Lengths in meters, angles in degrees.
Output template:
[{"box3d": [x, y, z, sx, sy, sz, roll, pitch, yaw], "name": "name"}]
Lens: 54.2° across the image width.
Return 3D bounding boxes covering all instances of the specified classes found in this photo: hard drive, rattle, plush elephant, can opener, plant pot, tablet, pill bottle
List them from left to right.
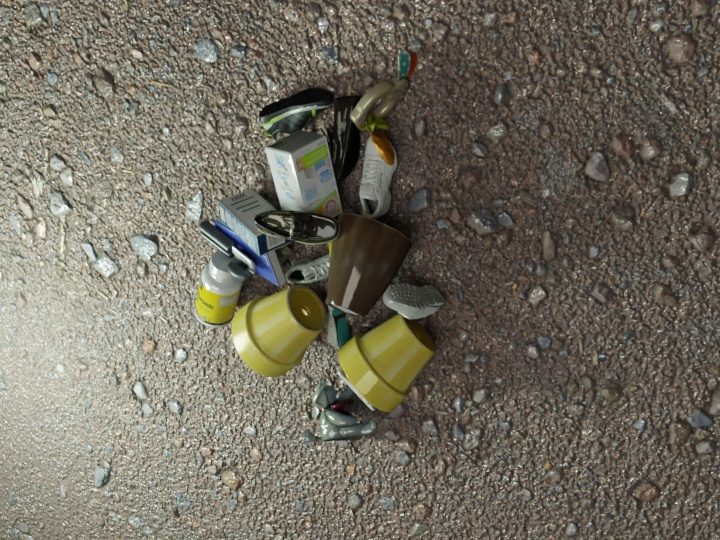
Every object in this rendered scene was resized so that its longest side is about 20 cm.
[{"box3d": [-0.370, 0.046, 1.850, 0.110, 0.112, 0.201, 29, 130, 7], "name": "pill bottle"}, {"box3d": [-0.342, -0.047, 1.765, 0.199, 0.067, 0.054, 35, 151, 21], "name": "can opener"}, {"box3d": [-0.281, -0.048, 1.781, 0.199, 0.025, 0.133, 28, 148, 33], "name": "hard drive"}, {"box3d": [-0.192, 0.139, 1.773, 0.188, 0.201, 0.202, -35, 96, 34], "name": "plant pot"}, {"box3d": [-0.068, 0.373, 1.880, 0.197, 0.165, 0.157, -2, 72, -12], "name": "plush elephant"}, {"box3d": [0.000, 0.000, 1.627, 0.184, 0.187, 0.203, 19, 80, 12], "name": "plant pot"}, {"box3d": [0.004, 0.271, 1.774, 0.014, 0.200, 0.130, -42, 93, 13], "name": "tablet"}, {"box3d": [0.077, 0.212, 1.735, 0.189, 0.201, 0.201, -43, 92, 14], "name": "plant pot"}, {"box3d": [0.084, -0.359, 1.532, 0.199, 0.130, 0.143, -40, 60, 6], "name": "rattle"}]

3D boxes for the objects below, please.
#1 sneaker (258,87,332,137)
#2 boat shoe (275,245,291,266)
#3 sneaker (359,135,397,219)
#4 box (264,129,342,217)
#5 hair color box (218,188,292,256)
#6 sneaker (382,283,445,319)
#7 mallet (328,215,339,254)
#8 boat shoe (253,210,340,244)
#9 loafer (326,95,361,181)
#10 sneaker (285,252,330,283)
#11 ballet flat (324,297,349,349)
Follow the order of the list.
[{"box3d": [-0.146, -0.367, 1.664, 0.197, 0.072, 0.083, -10, 133, 23], "name": "sneaker"}, {"box3d": [-0.262, -0.085, 1.812, 0.200, 0.072, 0.062, 41, 76, 9], "name": "boat shoe"}, {"box3d": [0.038, -0.213, 1.624, 0.074, 0.100, 0.203, 7, 111, 19], "name": "sneaker"}, {"box3d": [-0.130, -0.209, 1.643, 0.101, 0.112, 0.202, 21, 133, 43], "name": "box"}, {"box3d": [-0.257, -0.121, 1.714, 0.200, 0.099, 0.061, 40, 143, 41], "name": "hair color box"}, {"box3d": [0.118, 0.083, 1.666, 0.081, 0.198, 0.077, -46, 56, 31], "name": "sneaker"}, {"box3d": [-0.059, -0.044, 1.710, 0.065, 0.041, 0.203, -26, 66, 21], "name": "mallet"}, {"box3d": [-0.145, -0.096, 1.580, 0.196, 0.065, 0.075, 3, 93, 8], "name": "boat shoe"}, {"box3d": [-0.042, -0.311, 1.639, 0.070, 0.073, 0.203, 19, 111, 23], "name": "loafer"}, {"box3d": [-0.099, -0.001, 1.766, 0.197, 0.087, 0.075, -17, 102, 24], "name": "sneaker"}, {"box3d": [-0.067, 0.110, 1.812, 0.071, 0.072, 0.203, 8, 113, 17], "name": "ballet flat"}]
